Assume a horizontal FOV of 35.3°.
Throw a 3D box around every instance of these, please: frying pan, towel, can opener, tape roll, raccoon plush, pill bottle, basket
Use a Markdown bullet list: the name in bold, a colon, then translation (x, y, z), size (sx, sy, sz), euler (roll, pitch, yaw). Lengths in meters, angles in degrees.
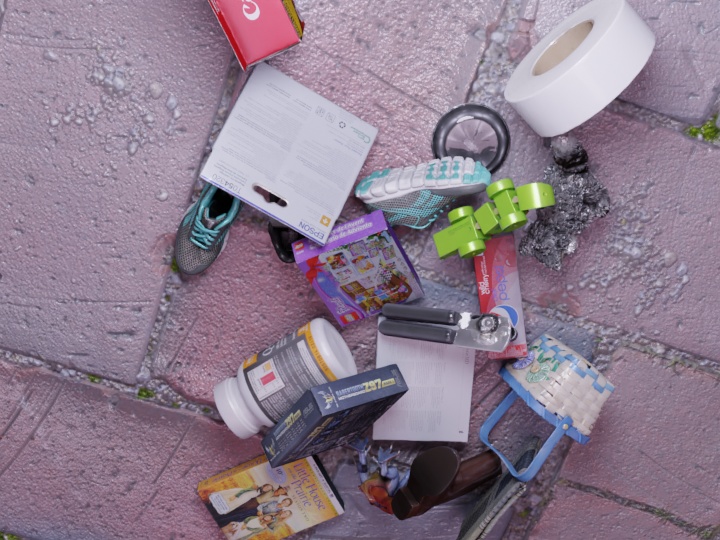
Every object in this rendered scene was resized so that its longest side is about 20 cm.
- **frying pan**: translation (0.125, -0.167, 1.627), size (0.190, 0.031, 0.115), euler (-24, 109, 7)
- **towel**: translation (0.213, 0.368, 1.766), size (0.035, 0.193, 0.200), euler (38, 109, 4)
- **can opener**: translation (0.129, 0.086, 1.656), size (0.200, 0.067, 0.053), euler (6, 78, 23)
- **tape roll**: translation (0.287, -0.271, 1.492), size (0.202, 0.202, 0.071), euler (-42, 107, 15)
- **raccoon plush**: translation (0.261, -0.095, 1.584), size (0.134, 0.097, 0.200), euler (-51, 131, -13)
- **pill bottle**: translation (-0.114, 0.166, 1.712), size (0.200, 0.116, 0.116), euler (-30, 110, 11)
- **basket**: translation (0.269, 0.206, 1.709), size (0.139, 0.176, 0.200), euler (32, 94, -23)

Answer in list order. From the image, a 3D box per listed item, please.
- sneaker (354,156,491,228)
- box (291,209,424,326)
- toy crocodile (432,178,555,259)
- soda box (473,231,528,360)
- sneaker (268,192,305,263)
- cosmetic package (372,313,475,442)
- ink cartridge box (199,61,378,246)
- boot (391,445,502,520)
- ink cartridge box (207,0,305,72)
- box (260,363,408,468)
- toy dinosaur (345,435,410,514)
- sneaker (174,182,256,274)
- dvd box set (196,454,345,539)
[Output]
- **sneaker**: translation (0.096, -0.104, 1.614), size (0.200, 0.078, 0.091), euler (-6, 122, 26)
- **box**: translation (0.000, 0.000, 1.631), size (0.137, 0.039, 0.200), euler (-21, 146, 7)
- **toy crocodile**: translation (0.181, -0.070, 1.575), size (0.200, 0.062, 0.068), euler (-33, 69, 37)
- **soda box**: translation (0.206, 0.030, 1.685), size (0.063, 0.070, 0.200), euler (-7, 112, 5)
- **sneaker**: translation (-0.100, -0.099, 1.616), size (0.066, 0.091, 0.200), euler (-1, 113, -2)
- **cosmetic package**: translation (0.097, 0.167, 1.751), size (0.151, 0.052, 0.200), euler (3, 113, 0)
- **ink cartridge box**: translation (-0.100, -0.158, 1.557), size (0.196, 0.043, 0.200), euler (30, 69, -13)
- **boot**: translation (0.161, 0.302, 1.733), size (0.200, 0.064, 0.186), euler (-10, 152, -38)
- **ink cartridge box**: translation (-0.151, -0.373, 1.455), size (0.084, 0.176, 0.200), euler (-23, 112, 9)
- **box**: translation (-0.041, 0.217, 1.681), size (0.158, 0.051, 0.200), euler (-14, 156, -34)
- **toy dinosaur**: translation (0.020, 0.340, 1.768), size (0.105, 0.200, 0.182), euler (9, 128, 21)
- **sneaker**: translation (-0.215, -0.075, 1.614), size (0.078, 0.091, 0.200), euler (28, 110, -4)
- **dvd box set**: translation (-0.144, 0.370, 1.844), size (0.200, 0.029, 0.146), euler (-23, 111, 9)
